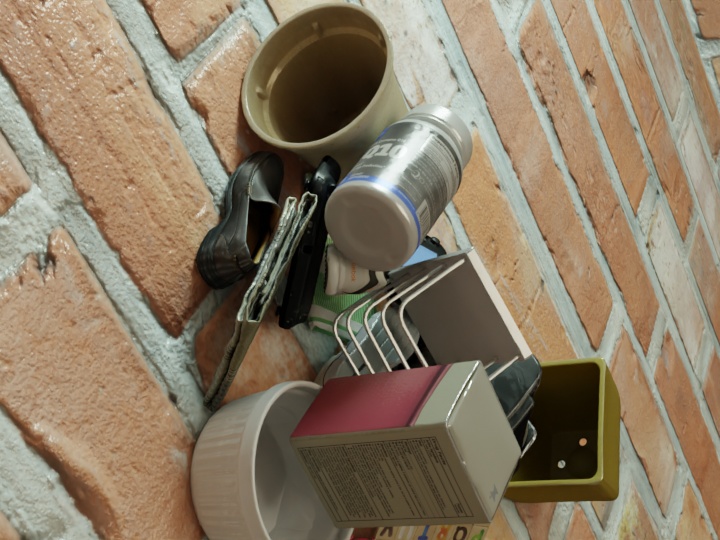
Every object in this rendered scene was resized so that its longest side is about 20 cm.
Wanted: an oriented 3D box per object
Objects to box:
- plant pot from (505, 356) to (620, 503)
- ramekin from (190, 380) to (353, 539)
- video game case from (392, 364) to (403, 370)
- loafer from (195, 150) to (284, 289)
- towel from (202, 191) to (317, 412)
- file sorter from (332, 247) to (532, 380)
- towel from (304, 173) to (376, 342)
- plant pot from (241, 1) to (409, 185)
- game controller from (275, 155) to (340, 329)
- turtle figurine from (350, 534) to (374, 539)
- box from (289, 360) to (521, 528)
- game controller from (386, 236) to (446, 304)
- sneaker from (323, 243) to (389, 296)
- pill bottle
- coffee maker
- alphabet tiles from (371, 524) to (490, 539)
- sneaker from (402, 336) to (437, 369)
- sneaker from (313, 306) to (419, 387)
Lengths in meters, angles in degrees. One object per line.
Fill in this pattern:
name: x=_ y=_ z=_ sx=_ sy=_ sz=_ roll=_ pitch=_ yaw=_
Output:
plant pot: x=0.317 y=0.270 z=1.846 sx=0.200 sy=0.192 sz=0.198 roll=43 pitch=47 yaw=-51
ramekin: x=-0.095 y=0.225 z=1.285 sx=0.199 sy=0.104 sz=0.203 roll=21 pitch=64 yaw=-53
video game case: x=0.085 y=0.164 z=1.656 sx=0.199 sy=0.025 sz=0.184 roll=1 pitch=81 yaw=-57
loafer: x=-0.119 y=-0.063 z=1.360 sx=0.073 sy=0.072 sz=0.202 roll=49 pitch=42 yaw=-36
towel: x=-0.113 y=0.030 z=1.268 sx=0.034 sy=0.201 sz=0.194 roll=26 pitch=50 yaw=-3
file sorter: x=0.072 y=0.076 z=1.369 sx=0.124 sy=0.199 sz=0.140 roll=-33 pitch=97 yaw=-25
towel: x=-0.024 y=-0.009 z=1.539 sx=0.152 sy=0.023 sz=0.203 roll=23 pitch=63 yaw=-52
plant pot: x=-0.019 y=-0.195 z=1.469 sx=0.184 sy=0.198 sz=0.203 roll=46 pitch=44 yaw=-55
game controller: x=-0.061 y=-0.032 z=1.381 sx=0.105 sy=0.041 sz=0.202 roll=-85 pitch=-171 yaw=-64
turtle figurine: x=0.029 y=0.393 z=1.396 sx=0.101 sy=0.148 sz=0.202 roll=-45 pitch=132 yaw=-45
box: x=0.047 y=0.184 z=1.237 sx=0.129 sy=0.198 sz=0.109 roll=64 pitch=37 yaw=-23
game controller: x=0.076 y=-0.002 z=1.583 sx=0.104 sy=0.042 sz=0.201 roll=35 pitch=24 yaw=-20
sneaker: x=0.000 y=0.000 z=1.425 sx=0.200 sy=0.079 sz=0.075 roll=-72 pitch=163 yaw=-83
pill bottle: x=0.050 y=-0.101 z=1.349 sx=0.201 sy=0.113 sz=0.115 roll=-53 pitch=125 yaw=-44
coffee maker: x=0.161 y=0.212 z=1.551 sx=0.201 sy=0.133 sz=0.194 roll=82 pitch=22 yaw=-59
alphabet tiles: x=0.081 y=0.364 z=1.507 sx=0.198 sy=0.008 sz=0.169 roll=17 pitch=97 yaw=-41
sneaker: x=0.083 y=0.087 z=1.603 sx=0.200 sy=0.075 sz=0.117 roll=-26 pitch=94 yaw=-63
sneaker: x=0.001 y=0.108 z=1.496 sx=0.199 sy=0.070 sz=0.074 roll=-36 pitch=99 yaw=-47
